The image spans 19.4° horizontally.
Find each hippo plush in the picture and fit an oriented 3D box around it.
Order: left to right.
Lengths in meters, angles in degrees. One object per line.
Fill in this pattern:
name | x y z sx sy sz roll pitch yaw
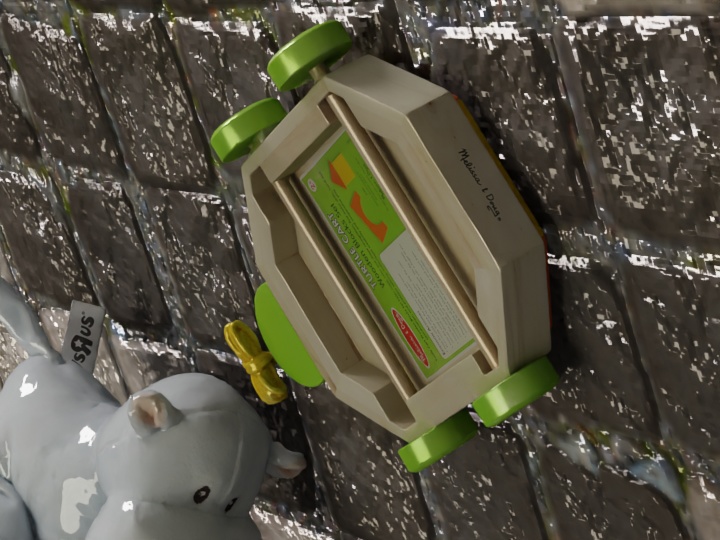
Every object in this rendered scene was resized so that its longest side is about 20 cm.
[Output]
hippo plush | -0.095 0.105 0.986 0.160 0.159 0.202 -6 68 40

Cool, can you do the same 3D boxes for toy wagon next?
toy wagon | 0.000 0.000 0.812 0.156 0.039 0.200 59 151 6
